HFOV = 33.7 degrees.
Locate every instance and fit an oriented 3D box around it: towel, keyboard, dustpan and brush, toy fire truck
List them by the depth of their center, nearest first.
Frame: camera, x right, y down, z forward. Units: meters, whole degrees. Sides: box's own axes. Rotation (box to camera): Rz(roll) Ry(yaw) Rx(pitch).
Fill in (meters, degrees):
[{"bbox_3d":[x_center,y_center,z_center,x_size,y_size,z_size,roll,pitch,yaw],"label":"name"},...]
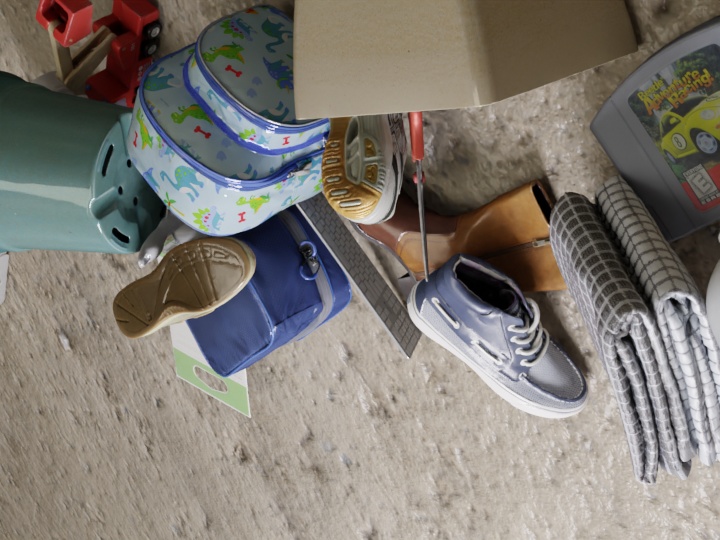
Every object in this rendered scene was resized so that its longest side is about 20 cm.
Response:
[{"bbox_3d":[0.218,0.051,0.937,0.166,0.085,0.201,-106,-7,-56],"label":"towel"},{"bbox_3d":[0.000,0.000,1.218,0.011,0.056,0.201,-31,103,23],"label":"keyboard"},{"bbox_3d":[-0.186,-0.065,1.268,0.056,0.201,0.141,2,127,7],"label":"dustpan and brush"},{"bbox_3d":[-0.285,-0.237,1.291,0.049,0.141,0.201,41,141,16],"label":"toy fire truck"}]

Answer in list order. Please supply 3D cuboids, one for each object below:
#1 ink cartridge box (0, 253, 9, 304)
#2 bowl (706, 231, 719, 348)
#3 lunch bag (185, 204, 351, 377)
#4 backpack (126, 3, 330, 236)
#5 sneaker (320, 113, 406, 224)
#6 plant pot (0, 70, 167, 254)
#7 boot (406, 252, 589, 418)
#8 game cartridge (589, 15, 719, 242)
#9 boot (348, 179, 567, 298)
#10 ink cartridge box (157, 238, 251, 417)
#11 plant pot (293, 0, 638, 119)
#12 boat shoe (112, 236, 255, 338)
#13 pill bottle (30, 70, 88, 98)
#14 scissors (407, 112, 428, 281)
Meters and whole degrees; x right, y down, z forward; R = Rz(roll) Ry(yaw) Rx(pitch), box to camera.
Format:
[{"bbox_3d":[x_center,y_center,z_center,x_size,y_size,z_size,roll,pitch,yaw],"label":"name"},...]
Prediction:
[{"bbox_3d":[-0.659,-0.035,1.897,0.200,0.083,0.147,43,141,15],"label":"ink cartridge box"},{"bbox_3d":[0.307,-0.014,0.803,0.091,0.199,0.202,59,146,23],"label":"bowl"},{"bbox_3d":[-0.100,0.014,1.295,0.200,0.132,0.137,-34,84,54],"label":"lunch bag"},{"bbox_3d":[-0.113,-0.147,1.127,0.183,0.199,0.147,46,142,12],"label":"backpack"},{"bbox_3d":[0.006,-0.139,1.073,0.075,0.088,0.203,3,80,21],"label":"sneaker"},{"bbox_3d":[-0.315,-0.103,1.262,0.194,0.200,0.202,9,126,25],"label":"plant pot"},{"bbox_3d":[0.140,0.062,1.079,0.199,0.073,0.090,31,151,-9],"label":"boot"},{"bbox_3d":[0.264,-0.112,0.885,0.134,0.041,0.200,58,143,2],"label":"game cartridge"},{"bbox_3d":[0.086,-0.047,1.099,0.199,0.068,0.190,-15,106,50],"label":"boot"},{"bbox_3d":[-0.183,0.070,1.493,0.145,0.048,0.202,24,134,34],"label":"ink cartridge box"},{"bbox_3d":[0.065,-0.227,0.896,0.199,0.199,0.179,3,110,46],"label":"plant pot"},{"bbox_3d":[-0.171,0.014,1.219,0.199,0.065,0.073,-27,83,37],"label":"boat shoe"},{"bbox_3d":[-0.331,-0.140,1.440,0.200,0.111,0.111,50,143,6],"label":"pill bottle"},{"bbox_3d":[0.050,-0.096,1.048,0.073,0.014,0.203,94,173,-79],"label":"scissors"}]
